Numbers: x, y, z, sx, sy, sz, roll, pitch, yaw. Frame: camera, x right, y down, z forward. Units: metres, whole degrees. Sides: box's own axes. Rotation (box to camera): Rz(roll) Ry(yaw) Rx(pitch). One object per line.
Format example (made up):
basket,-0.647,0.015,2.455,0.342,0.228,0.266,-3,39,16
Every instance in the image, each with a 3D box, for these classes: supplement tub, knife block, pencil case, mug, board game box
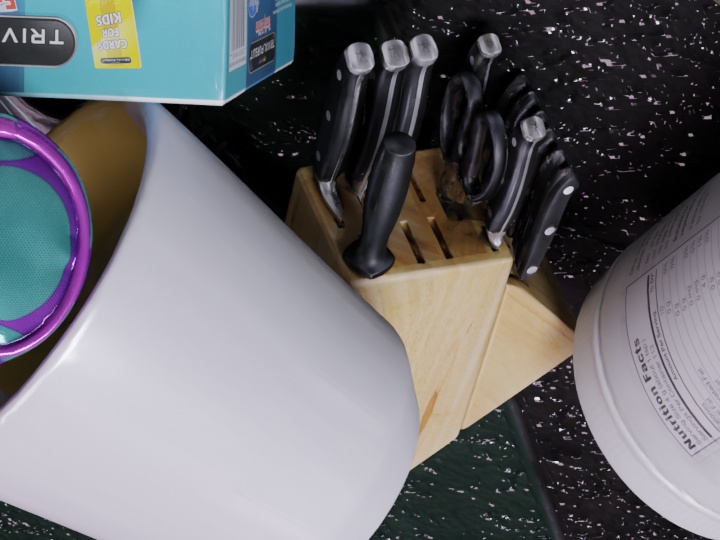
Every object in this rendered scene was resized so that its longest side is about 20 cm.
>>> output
supplement tub,0.182,0.007,1.081,0.132,0.132,0.200,26,145,-15
knife block,0.000,0.000,1.138,0.200,0.064,0.175,-36,141,15
pencil case,-0.166,-0.018,1.017,0.085,0.093,0.200,8,-177,-28
mug,-0.059,0.025,1.058,0.153,0.187,0.149,34,135,-24
board game box,-0.132,-0.091,1.040,0.199,0.047,0.151,2,-171,8

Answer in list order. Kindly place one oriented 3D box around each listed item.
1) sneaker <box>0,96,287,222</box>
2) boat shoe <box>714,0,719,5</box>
sneaker,-0.089,-0.038,1.173,0.199,0.076,0.079,29,141,-20
boat shoe,0.144,-0.103,0.946,0.202,0.072,0.060,43,178,0
